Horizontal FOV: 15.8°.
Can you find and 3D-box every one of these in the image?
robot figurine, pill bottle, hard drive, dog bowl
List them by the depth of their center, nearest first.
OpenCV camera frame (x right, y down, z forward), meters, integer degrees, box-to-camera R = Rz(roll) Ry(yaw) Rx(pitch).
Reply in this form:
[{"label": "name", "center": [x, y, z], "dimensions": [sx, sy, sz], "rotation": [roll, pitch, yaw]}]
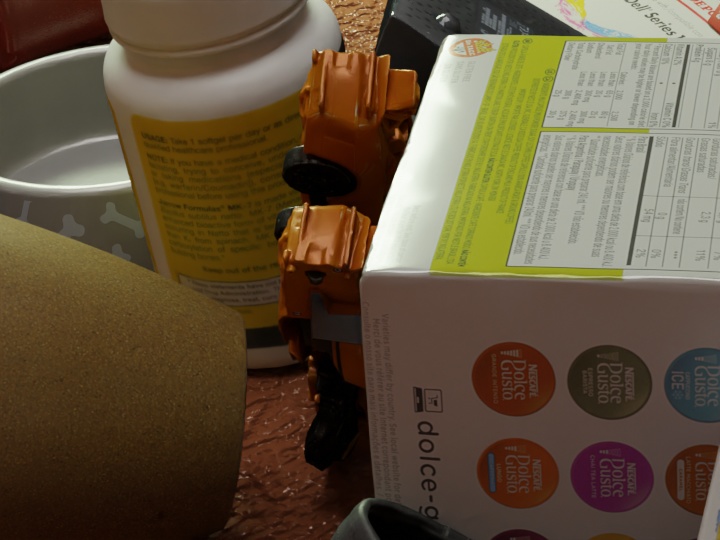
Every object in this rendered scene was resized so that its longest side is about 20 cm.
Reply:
[{"label": "robot figurine", "center": [0.000, 0.000, 1.104], "dimensions": [0.058, 0.200, 0.146], "rotation": [4, 65, 7]}, {"label": "hard drive", "center": [0.094, -0.068, 1.150], "dimensions": [0.199, 0.042, 0.135], "rotation": [30, 23, -8]}, {"label": "pill bottle", "center": [-0.056, -0.065, 1.215], "dimensions": [0.114, 0.201, 0.115], "rotation": [-9, 34, 6]}, {"label": "dog bowl", "center": [-0.131, -0.058, 1.370], "dimensions": [0.199, 0.059, 0.200], "rotation": [-4, 30, 2]}]

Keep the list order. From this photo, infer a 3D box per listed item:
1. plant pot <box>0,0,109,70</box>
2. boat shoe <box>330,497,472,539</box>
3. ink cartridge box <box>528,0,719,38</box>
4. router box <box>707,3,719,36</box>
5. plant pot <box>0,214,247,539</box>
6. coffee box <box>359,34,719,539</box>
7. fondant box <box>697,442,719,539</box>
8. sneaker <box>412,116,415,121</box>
[{"label": "plant pot", "center": [-0.161, -0.224, 1.549], "dimensions": [0.195, 0.202, 0.201], "rotation": [-27, 35, -18]}, {"label": "boat shoe", "center": [0.077, 0.136, 0.924], "dimensions": [0.199, 0.066, 0.070], "rotation": [25, 30, 4]}, {"label": "ink cartridge box", "center": [0.140, -0.107, 1.399], "dimensions": [0.199, 0.068, 0.117], "rotation": [-16, 31, -18]}, {"label": "router box", "center": [0.278, -0.056, 1.191], "dimensions": [0.199, 0.049, 0.180], "rotation": [27, 15, -29]}, {"label": "plant pot", "center": [-0.152, 0.055, 1.085], "dimensions": [0.199, 0.187, 0.187], "rotation": [5, 28, -11]}, {"label": "coffee box", "center": [0.117, 0.040, 1.013], "dimensions": [0.197, 0.201, 0.200], "rotation": [2, 30, 11]}, {"label": "fondant box", "center": [0.201, 0.140, 0.849], "dimensions": [0.199, 0.145, 0.058], "rotation": [14, -1, 13]}, {"label": "sneaker", "center": [0.056, -0.042, 1.276], "dimensions": [0.199, 0.087, 0.074], "rotation": [21, 44, 28]}]
